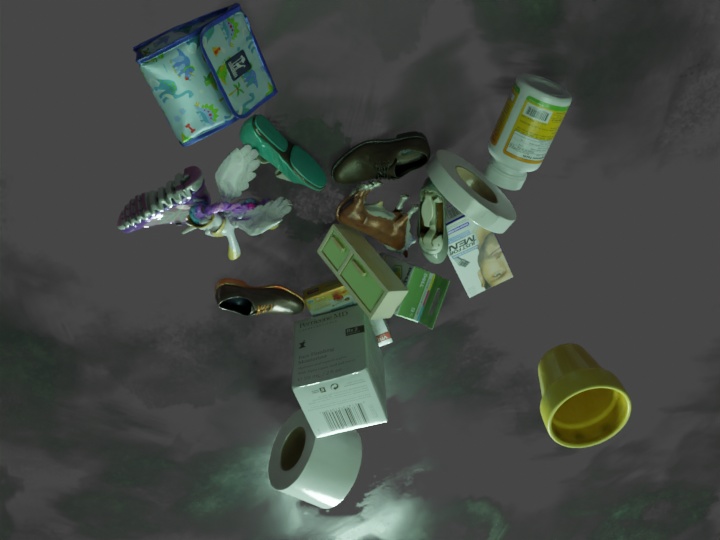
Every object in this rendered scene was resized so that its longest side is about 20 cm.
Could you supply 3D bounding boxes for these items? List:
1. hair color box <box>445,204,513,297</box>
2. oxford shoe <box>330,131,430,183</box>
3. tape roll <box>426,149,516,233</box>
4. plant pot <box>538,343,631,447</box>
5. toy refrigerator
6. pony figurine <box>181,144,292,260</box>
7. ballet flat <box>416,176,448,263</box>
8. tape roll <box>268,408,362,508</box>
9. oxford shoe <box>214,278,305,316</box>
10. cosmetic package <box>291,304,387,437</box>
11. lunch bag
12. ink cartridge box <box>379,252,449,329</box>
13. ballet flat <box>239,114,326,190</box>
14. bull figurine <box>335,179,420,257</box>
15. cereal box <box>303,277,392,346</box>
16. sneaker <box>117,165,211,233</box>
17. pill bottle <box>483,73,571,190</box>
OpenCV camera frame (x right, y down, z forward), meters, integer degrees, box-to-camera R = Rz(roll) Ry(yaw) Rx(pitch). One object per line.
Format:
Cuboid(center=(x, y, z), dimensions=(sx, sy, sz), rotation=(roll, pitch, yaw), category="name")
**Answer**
Cuboid(center=(0.237, -0.050, 1.659), dimensions=(0.108, 0.065, 0.201), rotation=(-26, 127, 9), category="hair color box")
Cuboid(center=(0.038, -0.206, 1.503), dimensions=(0.198, 0.085, 0.073), rotation=(-19, 128, 6), category="oxford shoe")
Cuboid(center=(0.212, -0.151, 1.497), dimensions=(0.202, 0.204, 0.037), rotation=(29, 117, -26), category="tape roll")
Cuboid(center=(0.510, 0.281, 1.860), dimensions=(0.198, 0.190, 0.203), rotation=(-4, 126, -6), category="plant pot")
Cuboid(center=(0.000, 0.000, 1.565), dimensions=(0.070, 0.200, 0.076), rotation=(-1, 133, -47), category="toy refrigerator")
Cuboid(center=(-0.225, -0.109, 1.469), dimensions=(0.192, 0.167, 0.200), rotation=(-36, 163, 4), category="pony figurine")
Cuboid(center=(0.137, -0.088, 1.549), dimensions=(0.067, 0.064, 0.202), rotation=(11, 126, 19), category="ballet flat")
Cuboid(center=(-0.108, 0.446, 1.866), dimensions=(0.138, 0.204, 0.203), rotation=(30, 116, -26), category="tape roll")
Cuboid(center=(-0.212, 0.073, 1.664), dimensions=(0.198, 0.073, 0.072), rotation=(8, 123, -15), category="oxford shoe")
Cuboid(center=(-0.043, 0.211, 1.664), dimensions=(0.163, 0.201, 0.166), rotation=(-15, 128, 8), category="cosmetic package")
Cuboid(center=(-0.260, -0.337, 1.343), dimensions=(0.198, 0.128, 0.171), rotation=(-27, 124, -6), category="lunch bag")
Cuboid(center=(0.090, 0.038, 1.596), dimensions=(0.059, 0.200, 0.105), rotation=(19, 94, -30), category="ink cartridge box")
Cuboid(center=(-0.151, -0.215, 1.486), dimensions=(0.070, 0.068, 0.200), rotation=(-23, 129, 38), category="ballet flat")
Cuboid(center=(0.049, -0.105, 1.588), dimensions=(0.198, 0.065, 0.122), rotation=(21, 113, -28), category="bull figurine")
Cuboid(center=(-0.025, 0.103, 1.736), dimensions=(0.142, 0.040, 0.201), rotation=(-20, 126, 7), category="cereal box")
Cuboid(center=(-0.370, -0.115, 1.506), dimensions=(0.198, 0.081, 0.089), rotation=(-26, 133, 8), category="sneaker")
Cuboid(center=(0.310, -0.259, 1.493), dimensions=(0.110, 0.112, 0.201), rotation=(11, 123, -17), category="pill bottle")
